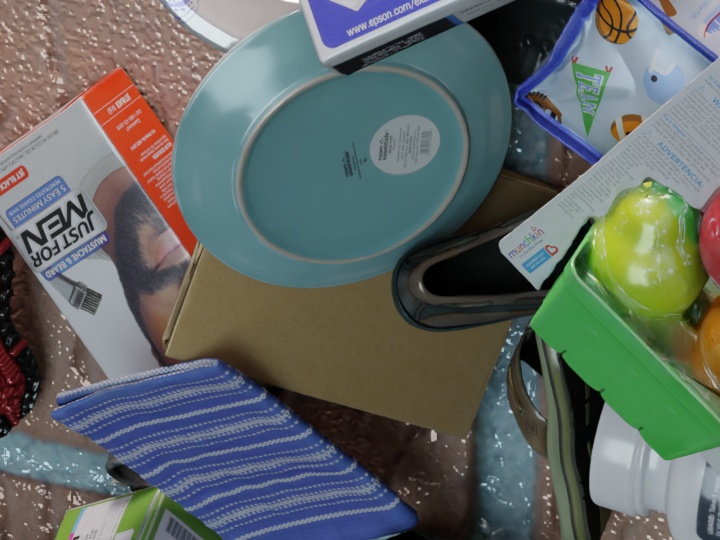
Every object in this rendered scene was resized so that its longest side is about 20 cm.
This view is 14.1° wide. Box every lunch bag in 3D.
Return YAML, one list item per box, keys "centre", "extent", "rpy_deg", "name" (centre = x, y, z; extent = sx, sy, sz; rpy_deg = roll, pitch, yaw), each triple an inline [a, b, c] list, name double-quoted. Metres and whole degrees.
- centre: [0.213, -0.097, 1.567]
  extent: [0.200, 0.170, 0.124]
  rpy_deg: [40, 128, 5]
  name: "lunch bag"

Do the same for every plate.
- centre: [-0.007, -0.064, 1.627]
  extent: [0.199, 0.026, 0.201]
  rpy_deg: [-9, 129, -11]
  name: "plate"

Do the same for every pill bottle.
- centre: [0.240, 0.116, 1.679]
  extent: [0.199, 0.120, 0.120]
  rpy_deg: [14, 118, 18]
  name: "pill bottle"

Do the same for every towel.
- centre: [-0.075, 0.119, 1.771]
  extent: [0.144, 0.024, 0.200]
  rpy_deg: [-15, 139, 38]
  name: "towel"

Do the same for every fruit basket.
- centre: [0.192, 0.000, 1.481]
  extent: [0.185, 0.094, 0.200]
  rpy_deg: [44, 126, -5]
  name: "fruit basket"

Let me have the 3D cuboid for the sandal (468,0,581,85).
- centre: [0.048, -0.143, 1.693]
  extent: [0.199, 0.048, 0.076]
  rpy_deg: [8, 115, 22]
  name: "sandal"

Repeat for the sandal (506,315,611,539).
- centre: [0.115, 0.077, 1.745]
  extent: [0.057, 0.080, 0.202]
  rpy_deg: [8, 116, 27]
  name: "sandal"

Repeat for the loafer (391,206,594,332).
- centre: [0.117, -0.008, 1.657]
  extent: [0.199, 0.063, 0.072]
  rpy_deg: [-17, 86, -6]
  name: "loafer"

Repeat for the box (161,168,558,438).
- centre: [0.000, 0.000, 1.711]
  extent: [0.199, 0.021, 0.164]
  rpy_deg: [16, 104, -20]
  name: "box"

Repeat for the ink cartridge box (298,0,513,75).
- centre: [0.040, -0.233, 1.536]
  extent: [0.197, 0.047, 0.201]
  rpy_deg: [-23, 75, 16]
  name: "ink cartridge box"

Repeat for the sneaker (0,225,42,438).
- centre: [-0.275, 0.022, 1.884]
  extent: [0.095, 0.079, 0.201]
  rpy_deg: [25, 140, 32]
  name: "sneaker"

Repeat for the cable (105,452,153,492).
- centre: [-0.082, 0.127, 1.862]
  extent: [0.199, 0.097, 0.051]
  rpy_deg: [7, 75, 16]
  name: "cable"

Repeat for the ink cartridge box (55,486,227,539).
- centre: [-0.158, 0.226, 1.913]
  extent: [0.199, 0.076, 0.148]
  rpy_deg: [-17, 130, 42]
  name: "ink cartridge box"

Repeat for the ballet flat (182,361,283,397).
- centre: [-0.048, 0.013, 1.753]
  extent: [0.074, 0.074, 0.201]
  rpy_deg: [35, 96, 7]
  name: "ballet flat"

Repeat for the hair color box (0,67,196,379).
- centre: [-0.142, -0.012, 1.834]
  extent: [0.111, 0.064, 0.200]
  rpy_deg: [-32, 98, 32]
  name: "hair color box"

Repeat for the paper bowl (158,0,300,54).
- centre: [-0.033, -0.216, 1.640]
  extent: [0.199, 0.104, 0.202]
  rpy_deg: [0, 98, 0]
  name: "paper bowl"

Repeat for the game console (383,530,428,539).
- centre: [0.081, 0.262, 1.827]
  extent: [0.199, 0.176, 0.117]
  rpy_deg: [29, 93, 10]
  name: "game console"
